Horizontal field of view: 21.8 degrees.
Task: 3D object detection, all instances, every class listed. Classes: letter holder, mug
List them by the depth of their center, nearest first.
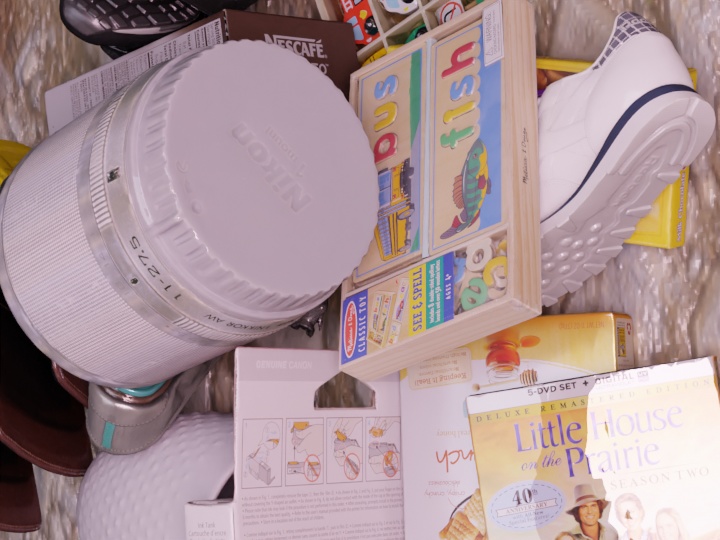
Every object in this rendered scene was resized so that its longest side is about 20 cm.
[{"bbox_3d":[-0.106,0.189,1.201,0.174,0.147,0.202,7,80,49],"label":"mug"},{"bbox_3d":[-0.210,0.089,1.218,0.099,0.200,0.144,-13,75,6],"label":"letter holder"}]

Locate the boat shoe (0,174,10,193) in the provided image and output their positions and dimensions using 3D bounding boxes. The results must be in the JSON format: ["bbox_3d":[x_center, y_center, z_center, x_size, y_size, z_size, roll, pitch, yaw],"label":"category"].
[{"bbox_3d":[-0.165,-0.019,1.237,0.056,0.200,0.069,19,79,30],"label":"boat shoe"}]

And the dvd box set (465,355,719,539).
[{"bbox_3d":[0.144,0.158,1.042,0.145,0.029,0.203,-9,84,13],"label":"dvd box set"}]

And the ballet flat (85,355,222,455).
[{"bbox_3d":[-0.121,0.049,1.218,0.067,0.200,0.064,25,127,11],"label":"ballet flat"}]

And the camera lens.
[{"bbox_3d":[-0.104,-0.029,1.065,0.199,0.159,0.162,-24,72,48],"label":"camera lens"}]

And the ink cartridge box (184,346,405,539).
[{"bbox_3d":[-0.022,0.137,1.109,0.044,0.199,0.178,-6,83,38],"label":"ink cartridge box"}]

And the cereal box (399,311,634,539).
[{"bbox_3d":[0.094,0.129,1.106,0.142,0.039,0.203,-5,83,27],"label":"cereal box"}]

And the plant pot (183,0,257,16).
[{"bbox_3d":[-0.096,-0.279,1.165,0.198,0.199,0.179,-30,61,25],"label":"plant pot"}]

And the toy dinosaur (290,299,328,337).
[{"bbox_3d":[0.000,0.000,1.142,0.199,0.047,0.089,-6,57,62],"label":"toy dinosaur"}]

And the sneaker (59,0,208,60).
[{"bbox_3d":[-0.147,-0.164,1.243,0.076,0.200,0.088,39,117,5],"label":"sneaker"}]

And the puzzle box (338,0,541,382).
[{"bbox_3d":[0.043,-0.048,1.061,0.132,0.025,0.202,-25,52,39],"label":"puzzle box"}]

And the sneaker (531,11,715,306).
[{"bbox_3d":[0.116,-0.053,1.058,0.200,0.076,0.081,-47,55,30],"label":"sneaker"}]

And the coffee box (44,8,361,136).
[{"bbox_3d":[-0.103,-0.102,1.226,0.199,0.114,0.081,-15,80,45],"label":"coffee box"}]

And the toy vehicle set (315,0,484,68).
[{"bbox_3d":[0.028,-0.187,1.198,0.124,0.026,0.202,-31,69,33],"label":"toy vehicle set"}]

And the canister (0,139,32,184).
[{"bbox_3d":[-0.276,0.021,1.393,0.148,0.086,0.201,42,111,32],"label":"canister"}]

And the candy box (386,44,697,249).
[{"bbox_3d":[0.102,-0.076,1.112,0.198,0.026,0.104,9,105,33],"label":"candy box"}]
